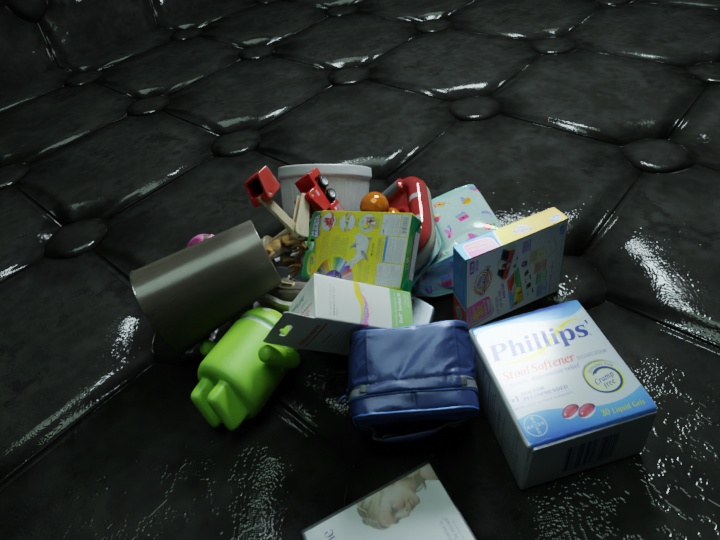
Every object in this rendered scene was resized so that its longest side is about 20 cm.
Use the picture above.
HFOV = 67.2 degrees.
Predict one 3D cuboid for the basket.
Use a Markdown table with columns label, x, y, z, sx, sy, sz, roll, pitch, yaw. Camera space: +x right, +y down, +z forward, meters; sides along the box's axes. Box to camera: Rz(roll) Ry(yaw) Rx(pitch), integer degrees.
| label | x | y | z | sx | sy | sz | roll | pitch | yaw |
| --- | --- | --- | --- | --- | --- | --- | --- | --- | --- |
| basket | -0.234 | 0.019 | 0.865 | 0.196 | 0.182 | 0.138 | -29 | 65 | -9 |

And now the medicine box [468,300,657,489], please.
| label | x | y | z | sx | sy | sz | roll | pitch | yaw |
| --- | --- | --- | --- | --- | --- | --- | --- | --- | --- |
| medicine box | 0.264 | 0.164 | 0.752 | 0.175 | 0.105 | 0.203 | -14 | 42 | -6 |

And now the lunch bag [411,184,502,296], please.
| label | x | y | z | sx | sy | sz | roll | pitch | yaw |
| --- | --- | --- | --- | --- | --- | --- | --- | --- | --- |
| lunch bag | 0.154 | -0.048 | 0.997 | 0.193 | 0.124 | 0.173 | -17 | 42 | 1 |

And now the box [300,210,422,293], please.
| label | x | y | z | sx | sy | sz | roll | pitch | yaw |
| --- | --- | --- | --- | --- | --- | --- | --- | --- | --- |
| box | -0.004 | -0.031 | 0.863 | 0.194 | 0.048 | 0.122 | 7 | 81 | 30 |

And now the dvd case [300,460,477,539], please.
| label | x | y | z | sx | sy | sz | roll | pitch | yaw |
| --- | --- | --- | --- | --- | --- | --- | --- | --- | --- |
| dvd case | 0.037 | 0.338 | 0.663 | 0.194 | 0.018 | 0.144 | -23 | 44 | -15 |

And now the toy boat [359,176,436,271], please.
| label | x | y | z | sx | sy | sz | roll | pitch | yaw |
| --- | --- | --- | --- | --- | --- | --- | --- | --- | --- |
| toy boat | 0.051 | -0.086 | 0.935 | 0.129 | 0.129 | 0.205 | -36 | 39 | 34 |

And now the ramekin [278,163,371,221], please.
| label | x | y | z | sx | sy | sz | roll | pitch | yaw |
| --- | --- | --- | --- | --- | --- | --- | --- | --- | --- |
| ramekin | -0.072 | -0.155 | 1.113 | 0.192 | 0.110 | 0.200 | -1 | 5 | 0 |

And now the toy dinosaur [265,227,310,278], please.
| label | x | y | z | sx | sy | sz | roll | pitch | yaw |
| --- | --- | --- | --- | --- | --- | --- | --- | --- | --- |
| toy dinosaur | -0.128 | -0.047 | 0.980 | 0.196 | 0.062 | 0.106 | -29 | 41 | -23 |

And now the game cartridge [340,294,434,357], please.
| label | x | y | z | sx | sy | sz | roll | pitch | yaw |
| --- | --- | --- | --- | --- | --- | --- | --- | --- | --- |
| game cartridge | 0.021 | 0.087 | 0.908 | 0.193 | 0.041 | 0.137 | 13 | 60 | 16 |

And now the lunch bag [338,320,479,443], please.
| label | x | y | z | sx | sy | sz | roll | pitch | yaw |
| --- | --- | --- | --- | --- | --- | --- | --- | --- | --- |
| lunch bag | 0.065 | 0.162 | 0.748 | 0.192 | 0.137 | 0.137 | -7 | 63 | 3 |

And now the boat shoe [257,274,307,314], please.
| label | x | y | z | sx | sy | sz | roll | pitch | yaw |
| --- | --- | --- | --- | --- | --- | --- | --- | --- | --- |
| boat shoe | -0.116 | 0.044 | 0.918 | 0.196 | 0.072 | 0.061 | 11 | 62 | 44 |

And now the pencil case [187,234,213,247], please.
| label | x | y | z | sx | sy | sz | roll | pitch | yaw |
| --- | --- | --- | --- | --- | --- | --- | --- | --- | --- |
| pencil case | -0.300 | 0.014 | 1.030 | 0.088 | 0.095 | 0.204 | 16 | 37 | -23 |

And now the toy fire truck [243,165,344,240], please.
| label | x | y | z | sx | sy | sz | roll | pitch | yaw |
| --- | --- | --- | --- | --- | --- | --- | --- | --- | --- |
| toy fire truck | -0.096 | -0.103 | 0.940 | 0.048 | 0.203 | 0.141 | -20 | 20 | 43 |

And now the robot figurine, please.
| label | x | y | z | sx | sy | sz | roll | pitch | yaw |
| --- | --- | --- | --- | --- | --- | --- | --- | --- | --- |
| robot figurine | -0.172 | 0.144 | 0.842 | 0.171 | 0.118 | 0.202 | -6 | 35 | 40 |

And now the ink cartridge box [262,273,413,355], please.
| label | x | y | z | sx | sy | sz | roll | pitch | yaw |
| --- | --- | --- | --- | --- | --- | --- | --- | --- | --- |
| ink cartridge box | -0.034 | 0.067 | 0.780 | 0.193 | 0.117 | 0.070 | 11 | 59 | -24 |

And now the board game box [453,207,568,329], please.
| label | x | y | z | sx | sy | sz | roll | pitch | yaw |
| --- | --- | --- | --- | --- | --- | --- | --- | --- | --- |
| board game box | 0.247 | -0.001 | 0.901 | 0.194 | 0.157 | 0.041 | -20 | 39 | -14 |

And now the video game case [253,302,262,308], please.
| label | x | y | z | sx | sy | sz | roll | pitch | yaw |
| --- | --- | --- | --- | --- | --- | --- | --- | --- | --- |
| video game case | -0.112 | 0.042 | 1.019 | 0.175 | 0.023 | 0.204 | -8 | 41 | 1 |

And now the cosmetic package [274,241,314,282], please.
| label | x | y | z | sx | sy | sz | roll | pitch | yaw |
| --- | --- | --- | --- | --- | --- | --- | --- | --- | --- |
| cosmetic package | -0.062 | -0.009 | 1.010 | 0.192 | 0.052 | 0.084 | 3 | 42 | 14 |

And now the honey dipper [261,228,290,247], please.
| label | x | y | z | sx | sy | sz | roll | pitch | yaw |
| --- | --- | --- | --- | --- | --- | --- | --- | --- | --- |
| honey dipper | -0.144 | -0.075 | 1.060 | 0.197 | 0.038 | 0.039 | -29 | 27 | 35 |
